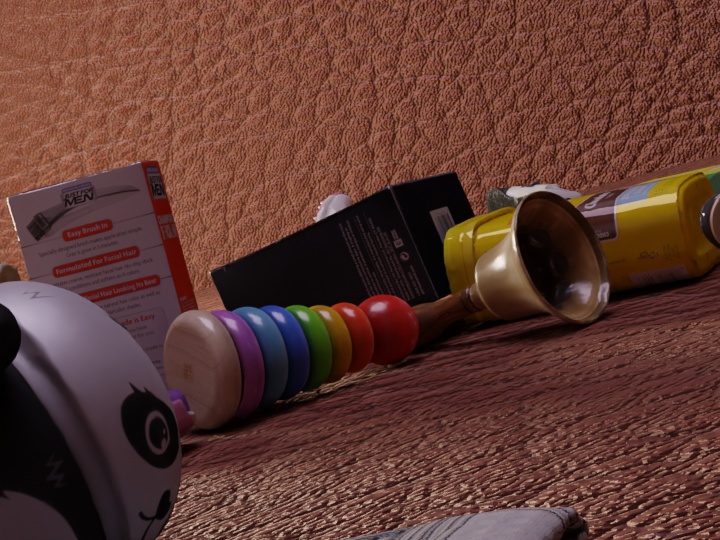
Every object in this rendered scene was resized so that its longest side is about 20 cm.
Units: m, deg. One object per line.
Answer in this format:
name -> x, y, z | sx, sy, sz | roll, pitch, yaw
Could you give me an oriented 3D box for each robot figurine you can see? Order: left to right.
robot figurine -> -0.158, 0.087, 0.524 | 0.200, 0.125, 0.150 | -32, 9, -31

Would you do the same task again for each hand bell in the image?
hand bell -> 0.083, 0.026, 1.140 | 0.200, 0.104, 0.104 | -29, -7, 41

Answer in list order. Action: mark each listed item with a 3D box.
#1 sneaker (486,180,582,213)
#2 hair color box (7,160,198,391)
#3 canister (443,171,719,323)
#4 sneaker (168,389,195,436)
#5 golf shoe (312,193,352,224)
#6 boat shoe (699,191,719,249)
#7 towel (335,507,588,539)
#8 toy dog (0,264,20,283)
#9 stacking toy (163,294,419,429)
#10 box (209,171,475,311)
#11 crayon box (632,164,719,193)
sneaker -> 0.271, -0.099, 2.284 | 0.088, 0.074, 0.200 | -17, 13, -25
hair color box -> -0.188, 0.025, 1.141 | 0.111, 0.200, 0.064 | -14, 4, 7
canister -> 0.189, -0.021, 1.231 | 0.200, 0.087, 0.149 | -12, 5, 25
sneaker -> -0.198, 0.093, 1.030 | 0.200, 0.089, 0.080 | -10, 5, 44
golf shoe -> -0.018, -0.021, 1.825 | 0.091, 0.075, 0.200 | -2, 43, 13
boat shoe -> 0.332, -0.049, 1.121 | 0.200, 0.071, 0.063 | -10, 16, -26
towel -> -0.047, 0.116, 0.440 | 0.192, 0.035, 0.200 | -13, 4, 26
toy dog -> -0.417, 0.109, 1.433 | 0.200, 0.140, 0.194 | -12, 41, 17
stacking toy -> -0.042, 0.057, 1.092 | 0.200, 0.085, 0.085 | -11, 0, -37
box -> 0.000, 0.000, 1.304 | 0.182, 0.104, 0.200 | -24, -1, 21
crayon box -> 0.391, -0.090, 1.753 | 0.200, 0.051, 0.127 | -11, 5, 38
